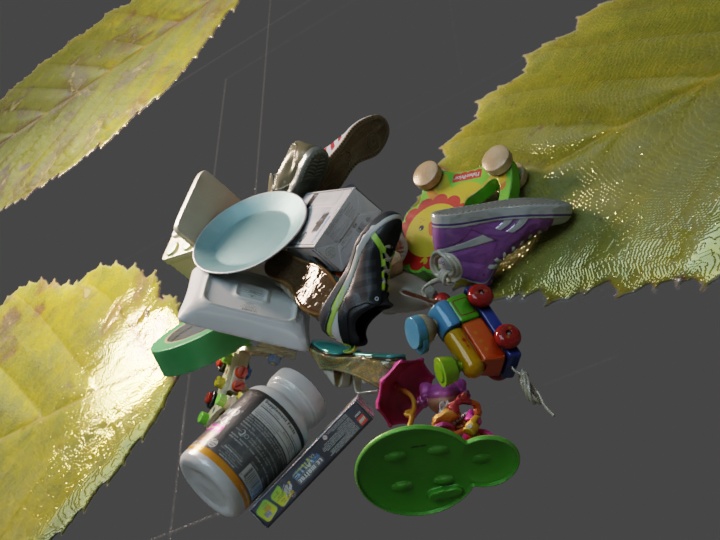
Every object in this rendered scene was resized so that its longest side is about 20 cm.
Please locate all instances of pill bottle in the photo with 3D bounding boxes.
[{"bbox_3d":[-0.145,0.235,1.354,0.116,0.117,0.200,7,41,45],"label":"pill bottle"}]

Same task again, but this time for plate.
[{"bbox_3d":[-0.172,-0.055,1.546,0.198,0.026,0.201,-17,37,13],"label":"plate"},{"bbox_3d":[-0.168,0.047,1.489,0.200,0.197,0.033,-94,20,-67],"label":"plate"}]

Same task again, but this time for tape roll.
[{"bbox_3d":[-0.240,0.101,1.573,0.199,0.049,0.201,-25,11,5],"label":"tape roll"}]

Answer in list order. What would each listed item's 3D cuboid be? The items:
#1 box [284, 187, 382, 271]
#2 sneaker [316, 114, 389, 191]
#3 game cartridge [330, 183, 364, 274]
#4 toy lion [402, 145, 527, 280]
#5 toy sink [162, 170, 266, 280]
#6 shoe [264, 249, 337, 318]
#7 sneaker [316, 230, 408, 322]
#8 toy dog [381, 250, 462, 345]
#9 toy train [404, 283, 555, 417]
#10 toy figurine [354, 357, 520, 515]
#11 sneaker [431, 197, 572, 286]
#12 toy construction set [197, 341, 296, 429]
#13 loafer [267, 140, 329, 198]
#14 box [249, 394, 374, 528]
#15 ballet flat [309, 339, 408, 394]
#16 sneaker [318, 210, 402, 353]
[{"bbox_3d":[-0.059,-0.063,1.523,0.117,0.060,0.200,-56,21,-12],"label":"box"},{"bbox_3d":[-0.040,-0.203,1.730,0.200,0.071,0.112,-46,22,-23],"label":"sneaker"},{"bbox_3d":[-0.034,-0.052,1.614,0.132,0.041,0.201,-32,40,22],"label":"game cartridge"},{"bbox_3d":[0.142,-0.078,1.463,0.198,0.069,0.193,-10,56,36],"label":"toy lion"},{"bbox_3d":[-0.256,-0.054,1.678,0.111,0.200,0.131,-13,48,41],"label":"toy sink"},{"bbox_3d":[-0.076,0.024,1.468,0.070,0.053,0.200,-51,40,-2],"label":"shoe"},{"bbox_3d":[0.000,0.000,1.494,0.200,0.071,0.080,-47,26,24],"label":"sneaker"},{"bbox_3d":[0.066,0.047,1.374,0.096,0.133,0.199,-37,22,-28],"label":"toy dog"},{"bbox_3d":[0.145,0.117,1.217,0.115,0.085,0.201,-16,53,-19],"label":"toy train"},{"bbox_3d":[0.090,0.184,1.228,0.198,0.151,0.185,-10,35,6],"label":"toy figurine"},{"bbox_3d":[0.202,-0.039,1.369,0.198,0.116,0.073,-8,11,2],"label":"sneaker"},{"bbox_3d":[-0.180,0.174,1.493,0.131,0.092,0.201,-31,24,57],"label":"toy construction set"},{"bbox_3d":[-0.121,-0.131,1.641,0.070,0.075,0.201,44,112,33],"label":"loafer"},{"bbox_3d":[-0.061,0.253,1.309,0.200,0.035,0.110,-46,-3,-2],"label":"box"},{"bbox_3d":[-0.010,0.142,1.398,0.199,0.071,0.071,6,59,47],"label":"ballet flat"},{"bbox_3d":[0.021,0.019,1.336,0.082,0.072,0.201,30,96,28],"label":"sneaker"}]
